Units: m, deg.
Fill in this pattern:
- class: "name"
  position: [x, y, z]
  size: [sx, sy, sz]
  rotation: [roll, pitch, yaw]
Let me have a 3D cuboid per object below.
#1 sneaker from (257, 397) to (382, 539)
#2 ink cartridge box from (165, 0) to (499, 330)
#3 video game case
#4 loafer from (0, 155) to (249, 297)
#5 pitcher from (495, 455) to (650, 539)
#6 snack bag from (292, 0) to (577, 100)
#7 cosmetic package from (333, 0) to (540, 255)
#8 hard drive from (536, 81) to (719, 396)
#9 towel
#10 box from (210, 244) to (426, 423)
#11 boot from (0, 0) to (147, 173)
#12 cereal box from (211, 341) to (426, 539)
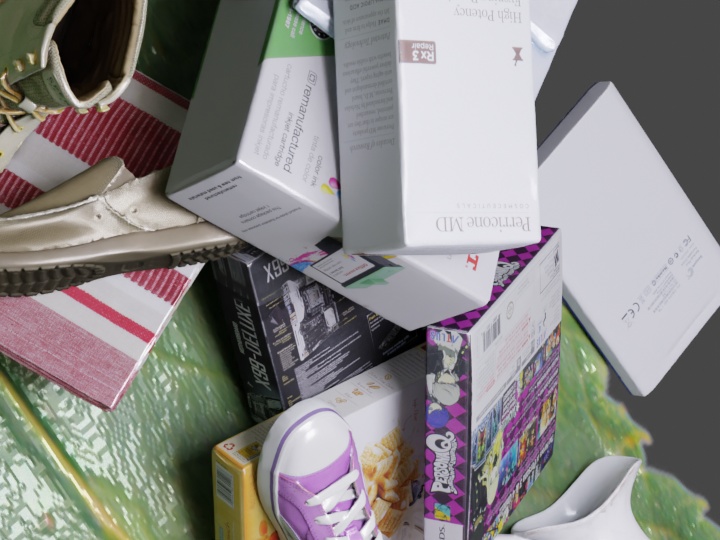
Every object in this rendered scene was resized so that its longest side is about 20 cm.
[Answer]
- class: "sneaker"
  position: [0.000, 0.179, 1.389]
  size: [0.072, 0.114, 0.202]
  rotation: [-30, 130, -26]
- class: "ink cartridge box"
  position: [-0.004, -0.073, 1.329]
  size: [0.199, 0.084, 0.146]
  rotation: [29, 61, -30]
- class: "video game case"
  position: [0.092, 0.086, 1.491]
  size: [0.200, 0.036, 0.183]
  rotation: [-44, 138, -59]
- class: "loafer"
  position: [-0.165, -0.030, 1.321]
  size: [0.198, 0.076, 0.068]
  rotation: [-7, 77, -20]
- class: "pitcher"
  position: [0.170, 0.261, 1.600]
  size: [0.171, 0.121, 0.201]
  rotation: [-25, 96, -9]
- class: "snack bag"
  position: [0.057, -0.186, 1.330]
  size: [0.188, 0.021, 0.201]
  rotation: [38, 62, -26]
- class: "cosmetic package"
  position: [0.043, -0.111, 1.259]
  size: [0.101, 0.074, 0.202]
  rotation: [-2, 87, -33]
- class: "hard drive"
  position: [0.196, -0.023, 1.642]
  size: [0.132, 0.025, 0.200]
  rotation: [-48, 116, -22]
- class: "towel"
  position: [-0.166, -0.028, 1.370]
  size: [0.143, 0.023, 0.201]
  rotation: [30, 73, 3]
- class: "box"
  position: [0.000, 0.000, 1.465]
  size: [0.199, 0.050, 0.159]
  rotation: [-35, 132, -25]
- class: "boot"
  position: [-0.207, -0.100, 1.295]
  size: [0.072, 0.154, 0.201]
  rotation: [32, 78, -32]
- class: "cereal box"
  position: [-0.010, 0.146, 1.474]
  size: [0.199, 0.039, 0.145]
  rotation: [-25, 128, -33]
